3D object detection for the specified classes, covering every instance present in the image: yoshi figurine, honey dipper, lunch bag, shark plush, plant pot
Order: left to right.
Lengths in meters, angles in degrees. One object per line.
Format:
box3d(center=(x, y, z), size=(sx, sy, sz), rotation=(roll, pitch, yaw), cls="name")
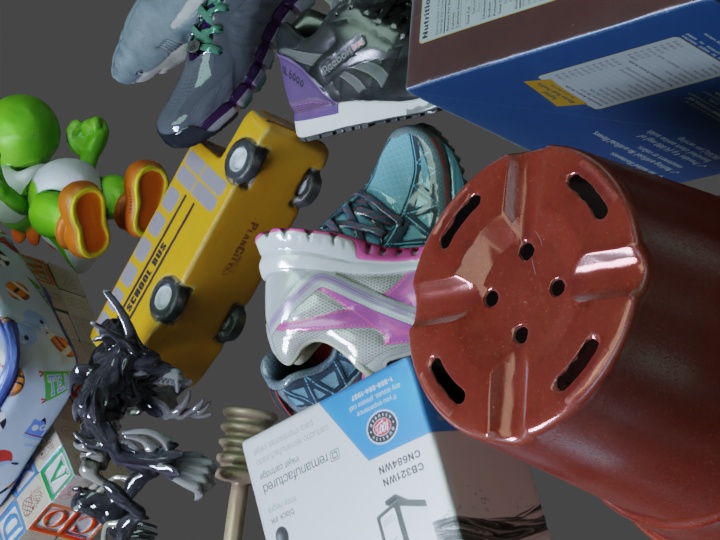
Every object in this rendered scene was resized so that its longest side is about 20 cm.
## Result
box3d(center=(-0.285, 0.070, 1.538), size=(0.161, 0.075, 0.200), rotation=(-53, 44, 20), cls="lunch bag")
box3d(center=(-0.231, -0.078, 1.611), size=(0.199, 0.112, 0.112), rotation=(17, 72, 50), cls="yoshi figurine")
box3d(center=(-0.133, -0.195, 1.506), size=(0.200, 0.083, 0.092), rotation=(107, 153, -67), cls="shark plush")
box3d(center=(-0.083, 0.190, 1.402), size=(0.038, 0.038, 0.202), rotation=(-4, 75, 45), cls="honey dipper")
box3d(center=(0.140, 0.033, 1.110), size=(0.200, 0.195, 0.202), rotation=(-19, 62, 40), cls="plant pot")

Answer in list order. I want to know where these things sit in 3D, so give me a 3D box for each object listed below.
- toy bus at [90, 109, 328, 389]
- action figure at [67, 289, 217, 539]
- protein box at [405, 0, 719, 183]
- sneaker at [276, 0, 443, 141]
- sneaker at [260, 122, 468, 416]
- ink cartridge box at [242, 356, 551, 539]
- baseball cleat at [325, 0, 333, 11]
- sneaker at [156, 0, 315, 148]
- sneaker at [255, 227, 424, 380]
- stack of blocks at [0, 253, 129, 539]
box3d(center=(-0.103, -0.017, 1.477), size=(0.078, 0.065, 0.201), rotation=(41, 106, 47), cls="toy bus")
box3d(center=(-0.143, 0.108, 1.417), size=(0.119, 0.101, 0.201), rotation=(-90, 8, -55), cls="action figure")
box3d(center=(0.163, -0.147, 1.152), size=(0.199, 0.198, 0.136), rotation=(-12, 66, 43), cls="protein box")
box3d(center=(0.018, -0.142, 1.365), size=(0.199, 0.076, 0.088), rotation=(-10, 104, 43), cls="sneaker")
box3d(center=(0.000, 0.000, 1.340), size=(0.079, 0.095, 0.202), rotation=(17, 88, 48), cls="sneaker")
box3d(center=(0.030, 0.167, 1.226), size=(0.146, 0.084, 0.201), rotation=(-29, 68, 36), cls="ink cartridge box")
box3d(center=(0.046, -0.224, 1.398), size=(0.199, 0.069, 0.107), rotation=(-6, 71, 44), cls="baseball cleat")
box3d(center=(-0.091, -0.179, 1.463), size=(0.074, 0.088, 0.201), rotation=(8, 58, 50), cls="sneaker")
box3d(center=(0.033, 0.028, 1.270), size=(0.198, 0.081, 0.089), rotation=(6, 88, 12), cls="sneaker")
box3d(center=(-0.231, 0.100, 1.568), size=(0.115, 0.058, 0.201), rotation=(-48, 46, 21), cls="stack of blocks")
